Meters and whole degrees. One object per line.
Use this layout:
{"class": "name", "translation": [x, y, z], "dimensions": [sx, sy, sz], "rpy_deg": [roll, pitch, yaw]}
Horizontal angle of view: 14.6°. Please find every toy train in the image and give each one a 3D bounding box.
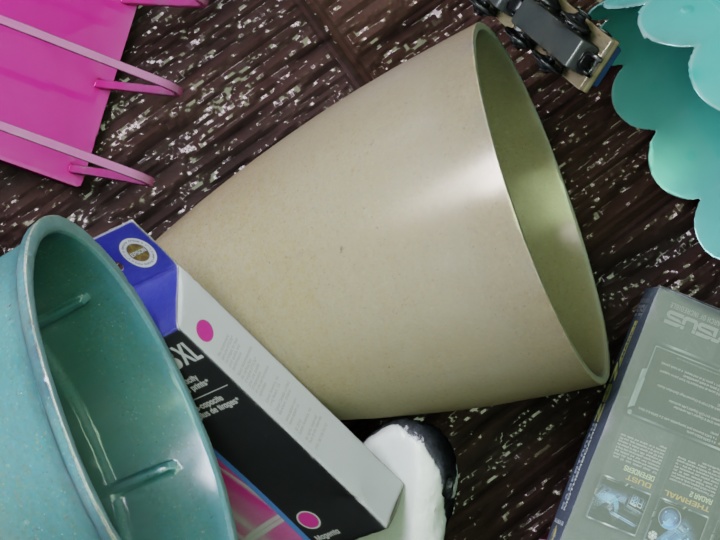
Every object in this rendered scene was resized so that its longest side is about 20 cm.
{"class": "toy train", "translation": [0.073, -0.141, 1.408], "dimensions": [0.046, 0.200, 0.034], "rpy_deg": [26, 105, -38]}

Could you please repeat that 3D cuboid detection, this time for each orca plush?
{"class": "orca plush", "translation": [0.019, 0.165, 1.437], "dimensions": [0.105, 0.071, 0.201], "rpy_deg": [14, 105, 39]}

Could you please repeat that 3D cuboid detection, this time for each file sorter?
{"class": "file sorter", "translation": [-0.146, -0.153, 1.383], "dimensions": [0.138, 0.125, 0.201], "rpy_deg": [19, 86, -31]}

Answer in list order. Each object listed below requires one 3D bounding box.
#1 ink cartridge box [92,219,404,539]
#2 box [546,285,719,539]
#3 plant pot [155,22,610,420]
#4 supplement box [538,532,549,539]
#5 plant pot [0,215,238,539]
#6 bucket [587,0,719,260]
{"class": "ink cartridge box", "translation": [-0.077, 0.065, 1.360], "dimensions": [0.200, 0.094, 0.037], "rpy_deg": [47, 44, -22]}
{"class": "box", "translation": [0.207, 0.116, 1.400], "dimensions": [0.199, 0.051, 0.159], "rpy_deg": [21, 87, 0]}
{"class": "plant pot", "translation": [0.000, 0.000, 1.400], "dimensions": [0.199, 0.187, 0.188], "rpy_deg": [-20, 89, 13]}
{"class": "supplement box", "translation": [0.198, 0.139, 1.458], "dimensions": [0.199, 0.061, 0.109], "rpy_deg": [-32, 89, -6]}
{"class": "plant pot", "translation": [-0.181, 0.107, 1.229], "dimensions": [0.195, 0.200, 0.201], "rpy_deg": [-24, 90, 10]}
{"class": "bucket", "translation": [0.220, -0.084, 1.380], "dimensions": [0.134, 0.207, 0.208], "rpy_deg": [-34, 91, -6]}
